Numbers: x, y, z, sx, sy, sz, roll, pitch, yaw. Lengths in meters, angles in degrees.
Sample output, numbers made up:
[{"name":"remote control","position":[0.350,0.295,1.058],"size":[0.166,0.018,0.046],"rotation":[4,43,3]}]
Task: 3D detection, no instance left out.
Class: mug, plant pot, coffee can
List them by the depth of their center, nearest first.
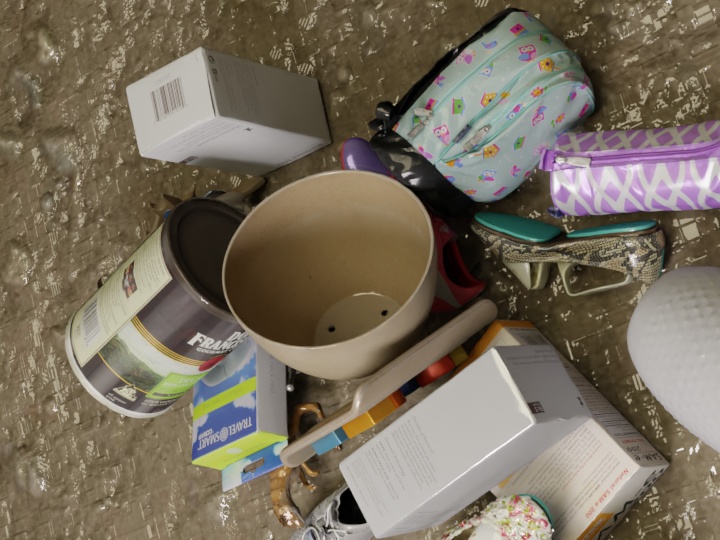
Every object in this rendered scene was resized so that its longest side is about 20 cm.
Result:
[{"name":"mug","position":[0.338,0.059,1.243],"size":[0.200,0.148,0.175],"rotation":[-46,51,-12]},{"name":"plant pot","position":[-0.014,0.025,1.371],"size":[0.199,0.135,0.201],"rotation":[-9,52,12]},{"name":"coffee can","position":[-0.191,0.040,1.500],"size":[0.200,0.146,0.147],"rotation":[-41,65,35]}]

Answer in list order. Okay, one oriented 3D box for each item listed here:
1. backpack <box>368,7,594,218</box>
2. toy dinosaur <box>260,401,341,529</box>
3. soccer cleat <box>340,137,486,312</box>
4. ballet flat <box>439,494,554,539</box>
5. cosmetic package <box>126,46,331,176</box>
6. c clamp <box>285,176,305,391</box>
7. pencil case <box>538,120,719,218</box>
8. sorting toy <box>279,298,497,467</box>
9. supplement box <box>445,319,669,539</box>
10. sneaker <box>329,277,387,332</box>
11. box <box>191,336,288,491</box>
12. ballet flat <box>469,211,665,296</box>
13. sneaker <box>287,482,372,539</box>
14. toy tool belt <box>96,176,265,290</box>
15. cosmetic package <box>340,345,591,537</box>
[{"name":"backpack","position":[0.122,-0.148,1.395],"size":[0.200,0.167,0.127],"rotation":[-43,72,9]},{"name":"toy dinosaur","position":[-0.084,0.174,1.541],"size":[0.106,0.060,0.200],"rotation":[-24,48,4]},{"name":"soccer cleat","position":[0.051,-0.050,1.440],"size":[0.076,0.067,0.201],"rotation":[-21,104,36]},{"name":"ballet flat","position":[0.117,0.260,1.351],"size":[0.076,0.064,0.200],"rotation":[53,155,8]},{"name":"cosmetic package","position":[-0.135,-0.162,1.528],"size":[0.113,0.200,0.082],"rotation":[-22,73,33]},{"name":"c clamp","position":[-0.061,0.007,1.501],"size":[0.027,0.171,0.201],"rotation":[3,99,-4]},{"name":"pencil case","position":[0.265,-0.096,1.324],"size":[0.199,0.085,0.084],"rotation":[-4,64,31]},{"name":"sorting toy","position":[0.029,0.114,1.373],"size":[0.037,0.185,0.200],"rotation":[54,147,6]},{"name":"supplement box","position":[0.172,0.158,1.373],"size":[0.200,0.073,0.126],"rotation":[48,112,27]},{"name":"sneaker","position":[0.000,0.000,1.492],"size":[0.073,0.087,0.201],"rotation":[10,91,34]},{"name":"box","position":[-0.128,0.120,1.549],"size":[0.122,0.048,0.201],"rotation":[-29,54,43]},{"name":"ballet flat","position":[0.192,-0.013,1.384],"size":[0.199,0.068,0.076],"rotation":[5,105,32]},{"name":"sneaker","position":[-0.020,0.251,1.488],"size":[0.200,0.082,0.075],"rotation":[-45,64,22]},{"name":"toy tool belt","position":[-0.190,-0.028,1.621],"size":[0.199,0.125,0.123],"rotation":[-26,35,26]},{"name":"cosmetic package","position":[0.093,0.152,1.306],"size":[0.200,0.113,0.081],"rotation":[-41,67,25]}]
